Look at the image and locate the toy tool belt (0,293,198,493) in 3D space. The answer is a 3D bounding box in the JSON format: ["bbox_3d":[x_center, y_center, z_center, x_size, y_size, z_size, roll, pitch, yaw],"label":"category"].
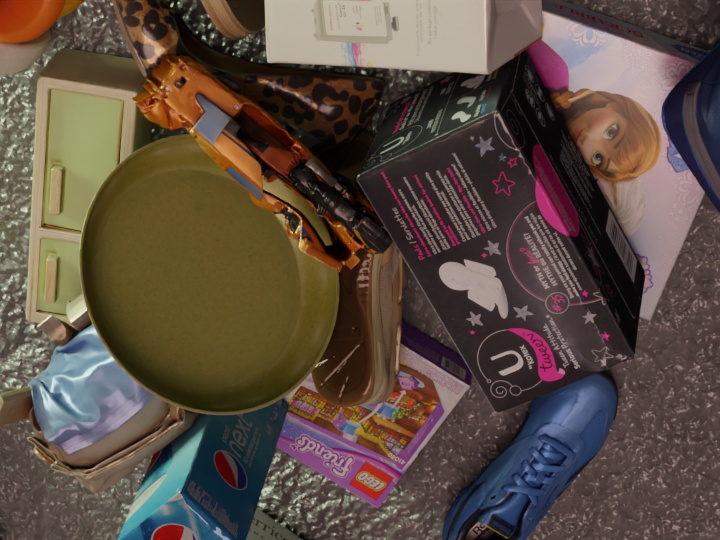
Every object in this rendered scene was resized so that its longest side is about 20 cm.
[{"bbox_3d":[-0.169,0.061,1.405,0.200,0.125,0.123,-45,139,6],"label":"toy tool belt"}]

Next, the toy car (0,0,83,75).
[{"bbox_3d":[-0.288,-0.224,1.341,0.199,0.150,0.176,21,117,-2],"label":"toy car"}]

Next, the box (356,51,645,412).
[{"bbox_3d":[0.100,-0.030,1.339,0.114,0.132,0.201,-23,110,22],"label":"box"}]

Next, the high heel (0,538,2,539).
[{"bbox_3d":[-0.327,0.322,1.637,0.142,0.071,0.201,-28,93,14],"label":"high heel"}]

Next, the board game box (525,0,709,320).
[{"bbox_3d":[0.152,-0.086,1.401,0.199,0.041,0.201,18,116,0],"label":"board game box"}]

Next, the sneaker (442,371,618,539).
[{"bbox_3d":[0.133,0.162,1.503,0.066,0.079,0.200,35,114,-6],"label":"sneaker"}]

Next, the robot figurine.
[{"bbox_3d":[-0.062,-0.071,1.329,0.200,0.145,0.058,40,92,-14],"label":"robot figurine"}]

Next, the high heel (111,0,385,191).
[{"bbox_3d":[-0.081,-0.163,1.389,0.142,0.071,0.200,-28,112,14],"label":"high heel"}]

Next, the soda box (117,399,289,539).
[{"bbox_3d":[-0.111,0.144,1.417,0.068,0.200,0.064,-38,105,23],"label":"soda box"}]

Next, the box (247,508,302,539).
[{"bbox_3d":[-0.095,0.335,1.566,0.199,0.171,0.200,35,114,-9],"label":"box"}]

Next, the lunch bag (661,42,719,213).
[{"bbox_3d":[0.308,-0.120,1.293,0.200,0.132,0.136,-41,107,-18],"label":"lunch bag"}]

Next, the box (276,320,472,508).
[{"bbox_3d":[-0.032,0.079,1.508,0.199,0.039,0.137,32,115,-7],"label":"box"}]

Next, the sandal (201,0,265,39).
[{"bbox_3d":[-0.133,-0.257,1.344,0.069,0.078,0.213,-12,104,34],"label":"sandal"}]

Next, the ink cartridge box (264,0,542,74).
[{"bbox_3d":[0.012,-0.180,1.312,0.199,0.116,0.068,7,110,23],"label":"ink cartridge box"}]

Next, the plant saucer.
[{"bbox_3d":[-0.109,0.004,1.368,0.200,0.200,0.031,44,151,-13],"label":"plant saucer"}]

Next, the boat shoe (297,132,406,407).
[{"bbox_3d":[0.000,0.000,1.436,0.072,0.065,0.201,-4,85,29],"label":"boat shoe"}]

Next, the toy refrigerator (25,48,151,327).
[{"bbox_3d":[-0.203,-0.056,1.453,0.075,0.070,0.201,10,117,3],"label":"toy refrigerator"}]
